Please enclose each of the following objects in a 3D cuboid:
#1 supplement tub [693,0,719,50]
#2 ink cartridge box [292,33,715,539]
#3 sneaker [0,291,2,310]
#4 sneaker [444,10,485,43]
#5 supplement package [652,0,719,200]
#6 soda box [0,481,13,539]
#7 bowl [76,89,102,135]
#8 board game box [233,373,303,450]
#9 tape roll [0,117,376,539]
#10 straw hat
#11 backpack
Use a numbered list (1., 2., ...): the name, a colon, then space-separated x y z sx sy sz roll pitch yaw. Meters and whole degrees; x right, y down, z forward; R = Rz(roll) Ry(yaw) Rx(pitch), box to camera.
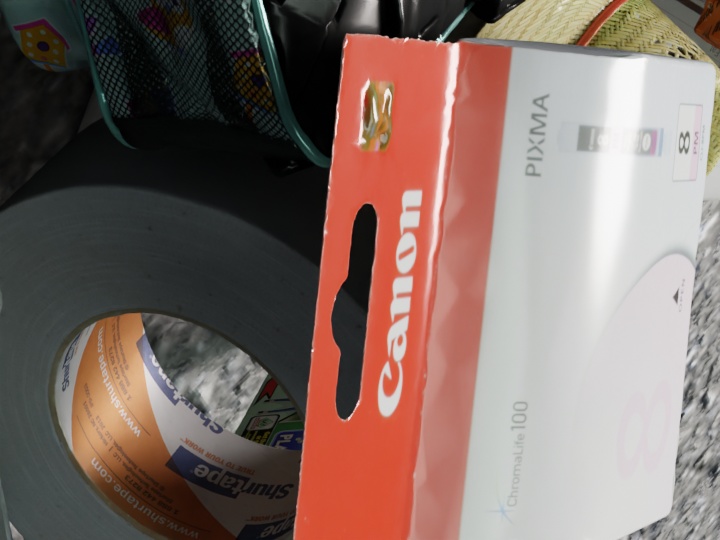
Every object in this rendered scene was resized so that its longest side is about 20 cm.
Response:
1. supplement tub: 0.224 -0.159 0.813 0.122 0.122 0.200 16 106 -55
2. ink cartridge box: 0.053 0.011 0.638 0.200 0.057 0.163 -10 107 -66
3. sneaker: -0.210 -0.009 0.596 0.071 0.199 0.099 -83 170 -49
4. sneaker: 0.065 -0.174 0.783 0.111 0.077 0.200 19 71 -53
5. supplement package: 0.185 -0.146 0.972 0.117 0.117 0.200 -4 125 -51
6. soda box: -0.218 0.126 0.712 0.200 0.068 0.063 -10 150 -11
7. bowl: -0.005 -0.083 0.846 0.200 0.075 0.200 2 121 -53
8. board game box: 0.026 0.050 0.878 0.200 0.134 0.029 -63 143 -61
9. tape roll: -0.049 0.041 0.723 0.066 0.200 0.201 -52 158 -50
10. straw hat: 0.094 -0.058 0.787 0.201 0.085 0.201 -47 169 -12
11. backpack: -0.040 -0.155 0.628 0.176 0.153 0.200 -48 141 -39
